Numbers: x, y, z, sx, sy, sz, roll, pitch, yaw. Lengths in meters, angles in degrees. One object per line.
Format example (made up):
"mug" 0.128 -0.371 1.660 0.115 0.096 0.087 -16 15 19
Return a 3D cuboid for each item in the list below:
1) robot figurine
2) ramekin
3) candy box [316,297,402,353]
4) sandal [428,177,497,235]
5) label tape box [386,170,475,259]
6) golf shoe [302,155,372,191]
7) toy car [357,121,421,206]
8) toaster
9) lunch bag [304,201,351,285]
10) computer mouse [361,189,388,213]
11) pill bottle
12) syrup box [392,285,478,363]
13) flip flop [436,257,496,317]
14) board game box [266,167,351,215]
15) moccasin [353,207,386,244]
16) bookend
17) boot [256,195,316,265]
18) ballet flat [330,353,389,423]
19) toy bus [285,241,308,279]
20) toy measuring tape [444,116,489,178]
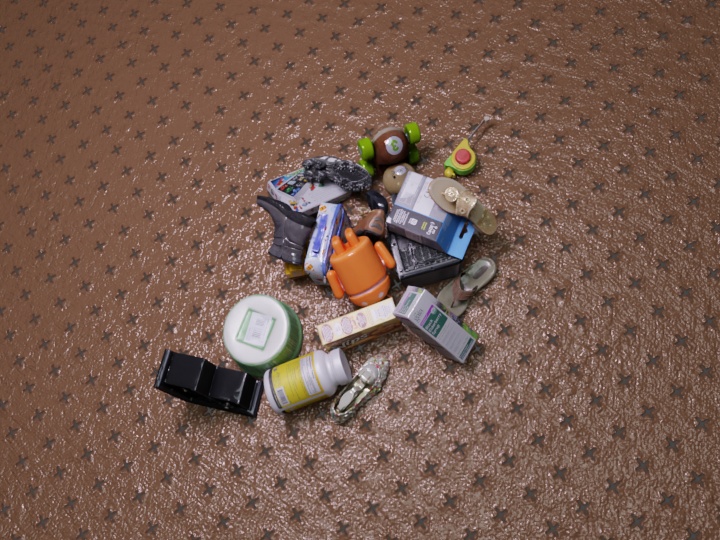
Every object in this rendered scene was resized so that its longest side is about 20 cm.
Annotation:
"robot figurine" 0.002 -0.001 1.554 0.143 0.115 0.203 -40 109 -35
"ramekin" -0.250 0.159 1.621 0.194 0.098 0.205 -3 71 8
"candy box" 0.001 0.139 1.578 0.196 0.116 0.056 -20 69 2
"sandal" 0.256 -0.154 1.495 0.210 0.069 0.079 33 74 -25
"label tape box" 0.179 -0.135 1.542 0.196 0.063 0.147 22 77 16
"golf shoe" -0.053 -0.266 1.687 0.196 0.079 0.095 17 30 15
"toy car" 0.100 -0.252 1.663 0.161 0.159 0.203 -19 63 -8
"toaster" 0.167 -0.071 1.619 0.195 0.119 0.185 -16 70 4
"lunch bag" -0.081 -0.063 1.635 0.074 0.161 0.205 8 72 13
"computer mouse" 0.024 -0.199 1.689 0.033 0.060 0.200 -24 40 -15
"pill bottle" -0.125 0.262 1.552 0.196 0.113 0.115 -21 69 7
"syrup box" 0.177 0.127 1.515 0.199 0.081 0.080 40 77 -25
"flip flop" 0.262 0.040 1.599 0.199 0.058 0.081 -42 70 -6
"board game box" -0.135 -0.217 1.718 0.197 0.035 0.127 -26 67 -29
"moccasin" 0.024 -0.116 1.619 0.072 0.201 0.079 21 81 -3
"bookend" -0.357 0.275 1.547 0.195 0.199 0.094 10 71 11
"boot" -0.208 -0.101 1.611 0.198 0.069 0.134 29 103 35
"ballet flat" 0.000 0.285 1.558 0.075 0.064 0.201 35 80 19
"toy bus" -0.172 -0.081 1.690 0.063 0.079 0.204 -10 55 6
"toy measuring tape" 0.297 -0.318 1.708 0.073 0.074 0.201 38 82 19
